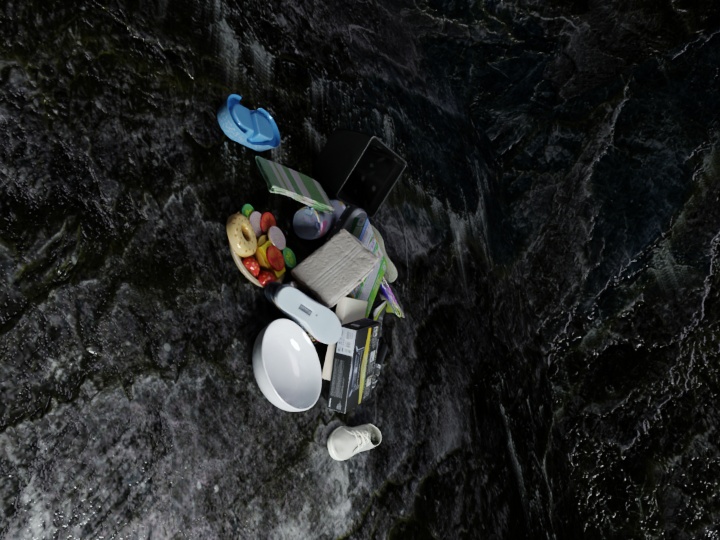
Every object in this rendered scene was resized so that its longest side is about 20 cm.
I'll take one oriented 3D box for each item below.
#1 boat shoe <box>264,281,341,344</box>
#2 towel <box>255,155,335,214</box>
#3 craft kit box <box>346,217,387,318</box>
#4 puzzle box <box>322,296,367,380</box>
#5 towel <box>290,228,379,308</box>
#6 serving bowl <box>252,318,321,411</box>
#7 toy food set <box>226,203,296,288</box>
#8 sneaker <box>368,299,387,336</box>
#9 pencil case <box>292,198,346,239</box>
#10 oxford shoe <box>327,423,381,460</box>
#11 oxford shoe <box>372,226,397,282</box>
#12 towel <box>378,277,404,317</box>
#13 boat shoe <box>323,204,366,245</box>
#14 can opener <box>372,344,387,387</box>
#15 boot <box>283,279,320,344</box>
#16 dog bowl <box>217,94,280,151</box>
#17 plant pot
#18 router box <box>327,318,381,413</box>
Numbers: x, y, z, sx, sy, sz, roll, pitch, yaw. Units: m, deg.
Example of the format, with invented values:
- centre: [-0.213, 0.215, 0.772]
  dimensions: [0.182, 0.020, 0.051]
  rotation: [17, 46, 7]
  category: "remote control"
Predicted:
- centre: [-0.128, 0.090, 1.447]
  dimensions: [0.200, 0.091, 0.071]
  rotation: [43, 78, -30]
  category: "boat shoe"
- centre: [-0.168, -0.219, 1.648]
  dimensions: [0.199, 0.023, 0.153]
  rotation: [16, 31, -38]
  category: "towel"
- centre: [0.000, 0.000, 1.676]
  dimensions: [0.198, 0.048, 0.201]
  rotation: [61, 42, -46]
  category: "craft kit box"
- centre: [-0.038, 0.167, 1.568]
  dimensions: [0.133, 0.025, 0.202]
  rotation: [18, 84, -67]
  category: "puzzle box"
- centre: [-0.059, -0.008, 1.534]
  dimensions: [0.132, 0.035, 0.200]
  rotation: [41, 57, 14]
  category: "towel"
- centre: [-0.167, 0.209, 1.371]
  dimensions: [0.200, 0.065, 0.202]
  rotation: [43, 34, -40]
  category: "serving bowl"
- centre: [-0.231, -0.056, 1.477]
  dimensions: [0.201, 0.048, 0.198]
  rotation: [61, 27, -12]
  category: "toy food set"
- centre: [0.032, 0.148, 1.808]
  dimensions: [0.200, 0.073, 0.082]
  rotation: [-53, 131, -57]
  category: "sneaker"
- centre: [-0.107, -0.142, 1.736]
  dimensions: [0.200, 0.082, 0.092]
  rotation: [-27, 119, -64]
  category: "pencil case"
- centre: [-0.012, 0.403, 1.523]
  dimensions: [0.199, 0.057, 0.076]
  rotation: [9, 64, -58]
  category: "oxford shoe"
- centre: [0.048, -0.051, 1.978]
  dimensions: [0.201, 0.075, 0.058]
  rotation: [62, -12, 6]
  category: "oxford shoe"
- centre: [0.058, 0.048, 1.893]
  dimensions: [0.201, 0.023, 0.144]
  rotation: [61, -11, -13]
  category: "towel"
- centre: [-0.059, -0.087, 1.709]
  dimensions: [0.057, 0.201, 0.069]
  rotation: [39, 4, 35]
  category: "boat shoe"
- centre: [0.027, 0.265, 1.726]
  dimensions: [0.053, 0.067, 0.200]
  rotation: [24, 26, 3]
  category: "can opener"
- centre: [-0.110, 0.100, 1.555]
  dimensions: [0.199, 0.073, 0.152]
  rotation: [3, 66, -58]
  category: "boot"
- centre: [-0.284, -0.367, 1.618]
  dimensions: [0.199, 0.049, 0.113]
  rotation: [14, 58, -58]
  category: "dog bowl"
- centre: [-0.019, -0.304, 1.888]
  dimensions: [0.177, 0.201, 0.199]
  rotation: [37, 7, 36]
  category: "plant pot"
- centre: [-0.013, 0.226, 1.551]
  dimensions: [0.157, 0.052, 0.203]
  rotation: [-6, 106, -66]
  category: "router box"
